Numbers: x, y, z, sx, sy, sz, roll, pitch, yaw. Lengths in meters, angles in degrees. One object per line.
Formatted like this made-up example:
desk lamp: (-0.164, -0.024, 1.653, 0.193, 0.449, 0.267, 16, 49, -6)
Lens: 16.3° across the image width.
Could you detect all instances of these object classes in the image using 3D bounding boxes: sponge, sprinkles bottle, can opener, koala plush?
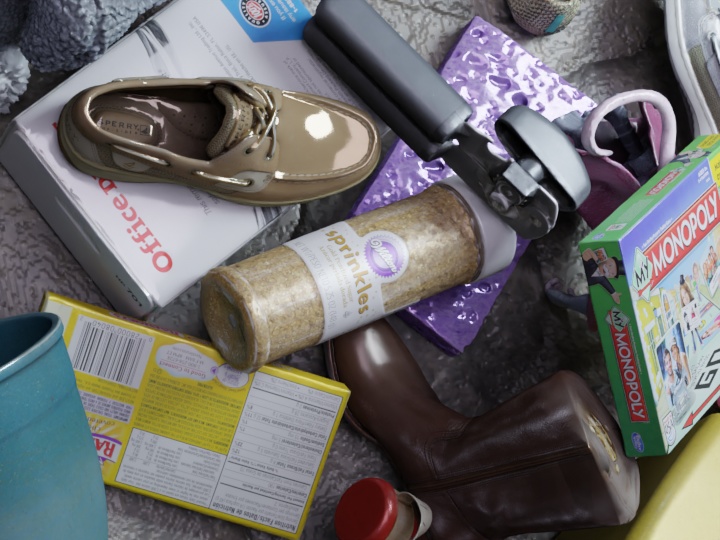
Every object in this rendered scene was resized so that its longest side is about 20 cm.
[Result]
sponge: (0.069, -0.056, 1.650, 0.111, 0.030, 0.201, 35, 71, -9)
sprinkles bottle: (0.000, 0.000, 1.551, 0.199, 0.068, 0.069, -22, 86, -29)
can opener: (0.056, -0.102, 1.548, 0.200, 0.053, 0.067, 45, 61, 3)
koala plush: (-0.213, -0.184, 1.514, 0.178, 0.200, 0.184, 60, 32, 1)

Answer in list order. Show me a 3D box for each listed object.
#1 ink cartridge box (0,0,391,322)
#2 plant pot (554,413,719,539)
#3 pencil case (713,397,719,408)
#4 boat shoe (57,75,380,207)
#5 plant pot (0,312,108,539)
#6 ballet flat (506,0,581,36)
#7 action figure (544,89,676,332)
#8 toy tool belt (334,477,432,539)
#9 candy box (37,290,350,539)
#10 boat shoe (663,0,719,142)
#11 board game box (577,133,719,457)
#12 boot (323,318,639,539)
ink cartridge box: (-0.104, -0.083, 1.570, 0.200, 0.086, 0.147, -39, 93, -20)
plant pot: (0.212, 0.210, 1.565, 0.199, 0.200, 0.177, 33, 60, -9)
pencil case: (0.324, 0.108, 1.668, 0.200, 0.091, 0.094, 43, 76, -9)
boat shoe: (-0.077, -0.079, 1.498, 0.199, 0.064, 0.072, 0, 79, -18)
plant pot: (-0.228, 0.150, 1.434, 0.199, 0.200, 0.189, -26, 101, -21)
ballet flat: (0.125, -0.260, 1.685, 0.067, 0.075, 0.201, -1, 79, -17)
action figure: (0.198, -0.020, 1.621, 0.133, 0.149, 0.201, -24, 90, -22)
toy tool belt: (0.010, 0.239, 1.539, 0.123, 0.124, 0.201, 32, 71, -42)
candy box: (-0.115, 0.090, 1.546, 0.199, 0.026, 0.103, 18, 99, -14)
boat shoe: (0.250, -0.123, 1.686, 0.064, 0.074, 0.203, -15, 81, 17)
board game box: (0.195, 0.011, 1.523, 0.200, 0.029, 0.135, -38, 118, -55)
boot: (0.075, 0.082, 1.529, 0.064, 0.200, 0.187, -28, 92, -35)
